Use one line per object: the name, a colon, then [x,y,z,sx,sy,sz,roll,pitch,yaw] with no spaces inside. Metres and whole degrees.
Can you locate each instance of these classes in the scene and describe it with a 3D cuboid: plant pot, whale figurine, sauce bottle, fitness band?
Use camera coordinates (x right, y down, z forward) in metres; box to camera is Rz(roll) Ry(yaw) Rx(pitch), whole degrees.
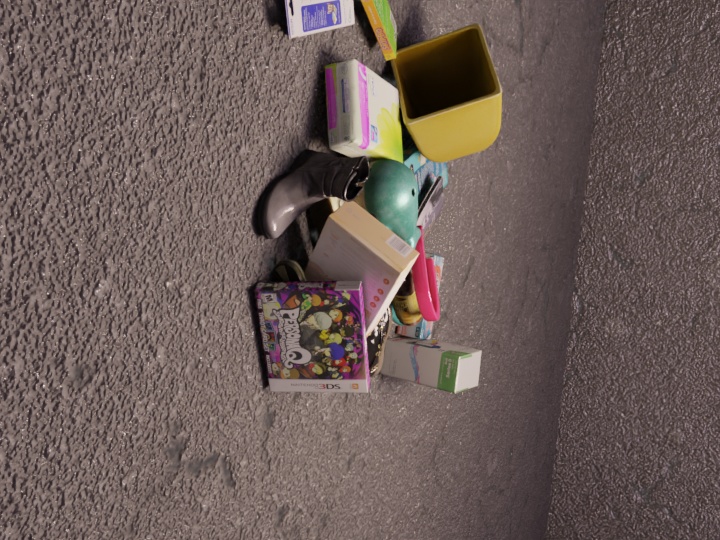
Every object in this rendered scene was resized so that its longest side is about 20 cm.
plant pot: [0.187,-0.337,1.387,0.201,0.190,0.199,59,18,-57]
whale figurine: [0.072,-0.113,1.253,0.201,0.102,0.161,56,47,-34]
sauce bottle: [0.085,0.037,1.393,0.067,0.065,0.202,-60,147,-29]
fitness band: [0.133,0.006,1.403,0.144,0.037,0.204,54,28,-67]

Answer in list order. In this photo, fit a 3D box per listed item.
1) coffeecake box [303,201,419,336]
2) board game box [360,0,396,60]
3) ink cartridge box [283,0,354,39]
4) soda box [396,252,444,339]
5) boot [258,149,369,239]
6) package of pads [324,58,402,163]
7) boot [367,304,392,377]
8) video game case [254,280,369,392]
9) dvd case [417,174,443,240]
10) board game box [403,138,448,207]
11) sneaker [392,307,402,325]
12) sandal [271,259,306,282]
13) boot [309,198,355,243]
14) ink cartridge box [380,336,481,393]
coffeecake box: [-0.011,0.008,1.160,0.073,0.153,0.202,-42,166,-46]
board game box: [0.026,-0.496,1.236,0.201,0.029,0.097,59,27,-53]
ink cartridge box: [-0.077,-0.440,1.095,0.199,0.038,0.102,-38,131,-51]
soda box: [0.144,0.059,1.608,0.063,0.067,0.205,11,89,-60]
boot: [-0.074,-0.128,1.108,0.202,0.129,0.070,-61,146,-29]
package of pads: [0.008,-0.284,1.234,0.199,0.067,0.158,9,76,-62]
boot: [-0.004,0.138,1.382,0.150,0.072,0.205,-15,117,-58]
video game case: [-0.078,0.114,1.138,0.036,0.177,0.204,-74,162,-63]
dvd case: [0.138,-0.098,1.530,0.202,0.016,0.149,-59,163,-16]
board game box: [0.133,-0.222,1.521,0.200,0.046,0.154,-47,138,-43]
sneaker: [0.087,0.052,1.500,0.078,0.078,0.202,-55,143,-35]
sandal: [-0.105,0.072,1.181,0.057,0.078,0.205,-52,142,-59]
boot: [-0.023,-0.090,1.272,0.155,0.071,0.204,-47,135,-46]
ink cartridge box: [0.163,0.214,1.567,0.144,0.196,0.090,1,95,-59]
